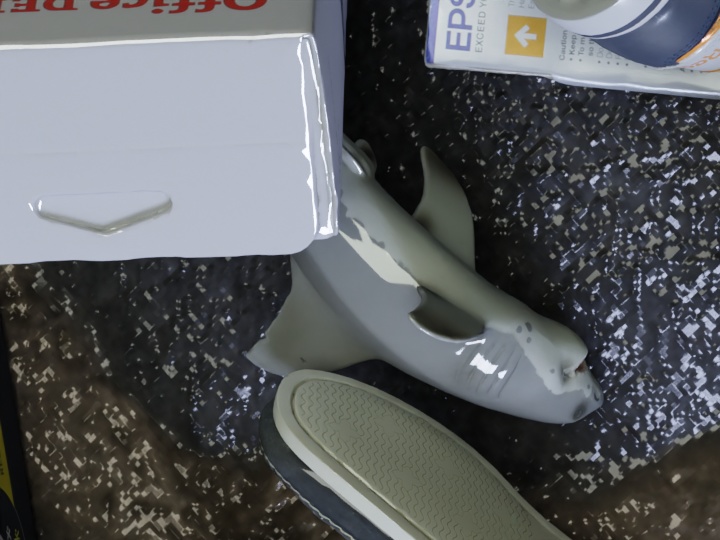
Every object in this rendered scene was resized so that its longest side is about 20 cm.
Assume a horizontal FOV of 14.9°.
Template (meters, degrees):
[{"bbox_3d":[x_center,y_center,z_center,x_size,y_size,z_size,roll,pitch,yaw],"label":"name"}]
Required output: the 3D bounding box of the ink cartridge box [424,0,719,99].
[{"bbox_3d":[0.129,-0.157,0.944,0.200,0.043,0.197,6,93,1],"label":"ink cartridge box"}]

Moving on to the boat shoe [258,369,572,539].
[{"bbox_3d":[0.038,0.112,0.956,0.200,0.072,0.068,39,120,-15],"label":"boat shoe"}]

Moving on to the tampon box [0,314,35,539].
[{"bbox_3d":[-0.235,0.093,1.019,0.200,0.126,0.150,-9,89,14],"label":"tampon box"}]

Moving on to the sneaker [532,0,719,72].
[{"bbox_3d":[0.110,-0.160,0.888,0.078,0.079,0.200,4,75,46],"label":"sneaker"}]

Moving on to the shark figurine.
[{"bbox_3d":[-0.017,-0.012,0.967,0.089,0.128,0.215,-43,80,23],"label":"shark figurine"}]

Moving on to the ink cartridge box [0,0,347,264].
[{"bbox_3d":[-0.079,-0.096,0.924,0.146,0.200,0.086,-2,126,2],"label":"ink cartridge box"}]
